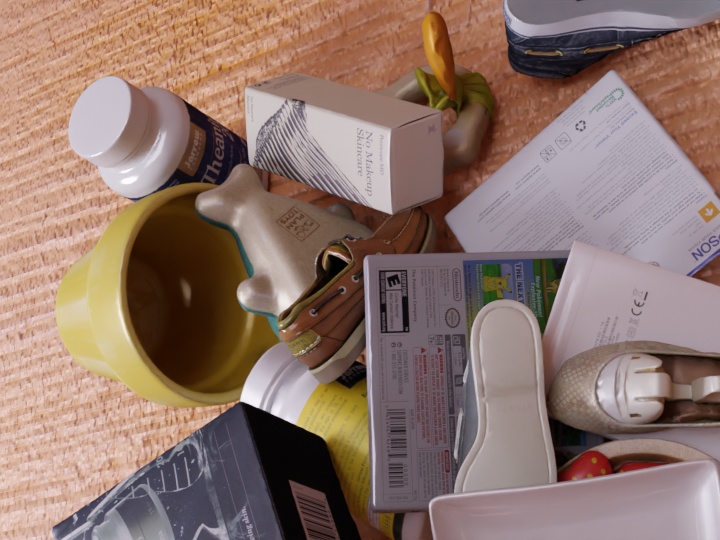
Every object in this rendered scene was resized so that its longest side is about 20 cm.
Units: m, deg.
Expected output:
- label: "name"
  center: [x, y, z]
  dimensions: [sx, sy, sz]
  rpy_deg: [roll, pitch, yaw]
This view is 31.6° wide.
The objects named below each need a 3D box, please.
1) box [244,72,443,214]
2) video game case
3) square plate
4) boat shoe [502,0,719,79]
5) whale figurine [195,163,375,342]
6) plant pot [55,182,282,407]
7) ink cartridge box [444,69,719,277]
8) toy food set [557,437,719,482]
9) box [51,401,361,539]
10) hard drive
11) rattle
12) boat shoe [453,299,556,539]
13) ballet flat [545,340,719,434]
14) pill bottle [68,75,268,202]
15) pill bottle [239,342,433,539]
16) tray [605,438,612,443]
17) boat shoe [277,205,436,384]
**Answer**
- label: "box"
  center: [-0.018, -0.118, 1.147]
  dimensions: [0.199, 0.068, 0.083]
  rpy_deg: [21, 122, 44]
- label: "video game case"
  center: [0.094, 0.083, 0.985]
  dimensions: [0.179, 0.022, 0.203]
  rpy_deg: [-1, 70, -1]
- label: "square plate"
  center: [0.157, 0.237, 0.857]
  dimensions: [0.197, 0.028, 0.202]
  rpy_deg: [-10, 89, 12]
- label: "boat shoe"
  center: [0.221, -0.219, 1.102]
  dimensions: [0.197, 0.091, 0.072]
  rpy_deg: [-4, 67, 5]
- label: "whale figurine"
  center: [-0.063, -0.005, 1.157]
  dimensions: [0.199, 0.159, 0.104]
  rpy_deg: [38, 141, 9]
- label: "plant pot"
  center: [-0.194, 0.032, 1.221]
  dimensions: [0.187, 0.199, 0.204]
  rpy_deg: [-11, 65, 47]
- label: "ink cartridge box"
  center: [0.192, -0.033, 1.059]
  dimensions: [0.196, 0.043, 0.201]
  rpy_deg: [-40, 56, 14]
- label: "toy food set"
  center: [0.202, 0.220, 0.893]
  dimensions: [0.198, 0.049, 0.201]
  rpy_deg: [21, 90, 20]
- label: "box"
  center: [-0.103, 0.241, 0.941]
  dimensions: [0.195, 0.124, 0.202]
  rpy_deg: [-35, 55, 17]
- label: "hard drive"
  center: [0.233, 0.071, 0.945]
  dimensions: [0.197, 0.027, 0.134]
  rpy_deg: [18, 80, 13]
- label: "rattle"
  center: [0.012, -0.153, 1.173]
  dimensions: [0.197, 0.142, 0.132]
  rpy_deg: [4, 79, 33]
- label: "boat shoe"
  center: [0.103, 0.125, 0.923]
  dimensions: [0.072, 0.062, 0.204]
  rpy_deg: [2, 81, 2]
- label: "ballet flat"
  center: [0.229, 0.080, 0.897]
  dimensions: [0.196, 0.062, 0.069]
  rpy_deg: [-3, 78, 9]
- label: "pill bottle"
  center: [-0.189, -0.113, 1.258]
  dimensions: [0.110, 0.199, 0.113]
  rpy_deg: [-13, 65, 30]
- label: "pill bottle"
  center: [-0.002, 0.140, 1.060]
  dimensions: [0.198, 0.111, 0.112]
  rpy_deg: [27, 88, 26]
- label: "tray"
  center: [0.195, 0.184, 0.975]
  dimensions: [0.098, 0.037, 0.203]
  rpy_deg: [7, 77, 36]
- label: "boat shoe"
  center: [0.000, 0.000, 1.057]
  dimensions: [0.072, 0.068, 0.201]
  rpy_deg: [-32, 18, 45]
